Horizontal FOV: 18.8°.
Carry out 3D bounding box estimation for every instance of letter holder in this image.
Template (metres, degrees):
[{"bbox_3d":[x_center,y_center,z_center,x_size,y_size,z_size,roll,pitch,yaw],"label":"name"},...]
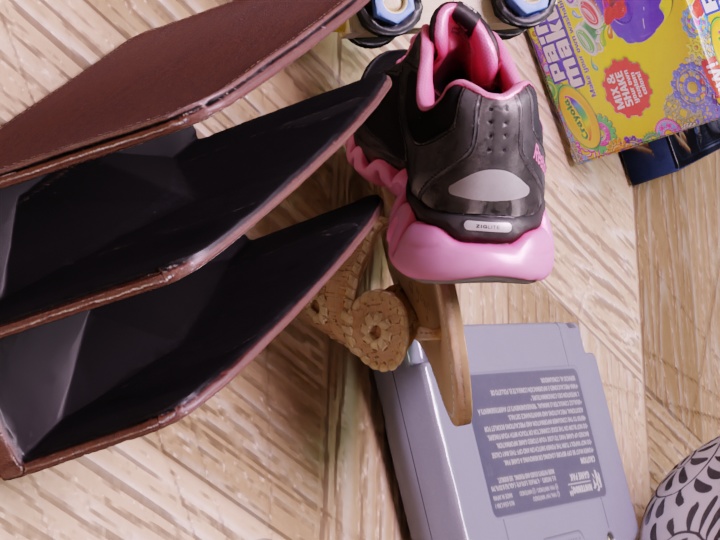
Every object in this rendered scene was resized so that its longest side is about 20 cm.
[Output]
[{"bbox_3d":[-0.047,-0.030,0.763,0.101,0.142,0.200,65,28,-13],"label":"letter holder"}]

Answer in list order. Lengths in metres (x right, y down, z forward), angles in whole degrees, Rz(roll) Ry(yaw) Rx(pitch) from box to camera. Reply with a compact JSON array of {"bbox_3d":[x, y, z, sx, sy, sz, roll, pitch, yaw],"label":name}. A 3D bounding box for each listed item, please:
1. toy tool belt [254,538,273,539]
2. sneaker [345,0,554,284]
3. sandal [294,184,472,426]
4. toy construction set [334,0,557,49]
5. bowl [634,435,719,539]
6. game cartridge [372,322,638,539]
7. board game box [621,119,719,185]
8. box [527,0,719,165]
[{"bbox_3d":[0.005,0.177,0.764,0.200,0.125,0.123,38,51,-49],"label":"toy tool belt"},{"bbox_3d":[0.039,-0.068,0.885,0.200,0.079,0.096,-114,-158,-66],"label":"sneaker"},{"bbox_3d":[0.001,0.005,0.929,0.212,0.069,0.078,-100,-176,-61],"label":"sandal"},{"bbox_3d":[0.029,-0.168,0.953,0.092,0.199,0.132,17,67,-88],"label":"toy construction set"},{"bbox_3d":[0.190,0.174,1.130,0.201,0.094,0.201,44,40,-53],"label":"bowl"},{"bbox_3d":[0.072,0.092,1.033,0.200,0.041,0.134,2,77,-62],"label":"game cartridge"},{"bbox_3d":[0.175,-0.163,1.375,0.135,0.035,0.201,-25,97,-63],"label":"board game box"},{"bbox_3d":[0.190,-0.192,1.262,0.192,0.122,0.201,-24,96,-41],"label":"box"}]
